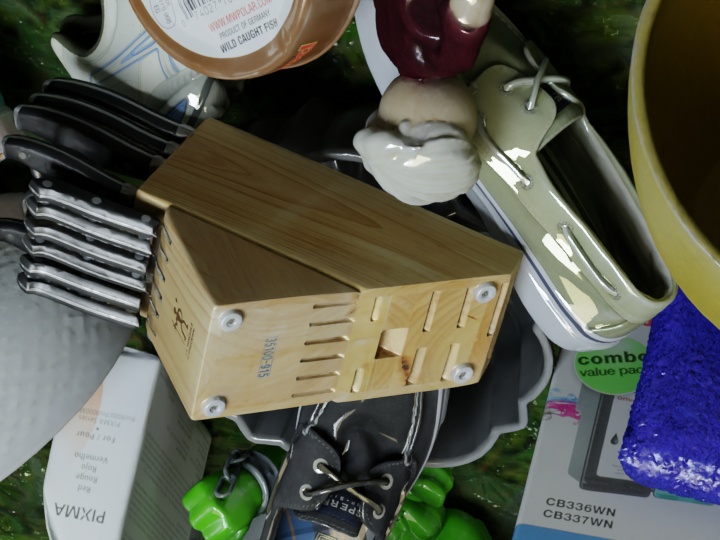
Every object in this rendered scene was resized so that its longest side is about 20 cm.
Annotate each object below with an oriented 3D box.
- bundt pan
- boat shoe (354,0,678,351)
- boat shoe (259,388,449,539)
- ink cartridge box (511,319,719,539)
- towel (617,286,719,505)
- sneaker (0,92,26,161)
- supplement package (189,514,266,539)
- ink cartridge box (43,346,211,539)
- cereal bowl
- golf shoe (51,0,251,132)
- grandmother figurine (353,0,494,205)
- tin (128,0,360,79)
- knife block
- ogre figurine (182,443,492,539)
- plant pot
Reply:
[{"bbox_3d":[0.000,0.000,1.056,0.200,0.076,0.203,10,133,10],"label":"bundt pan"},{"bbox_3d":[0.070,-0.061,0.956,0.062,0.072,0.201,-28,97,48],"label":"boat shoe"},{"bbox_3d":[-0.012,0.104,1.026,0.069,0.066,0.201,22,116,-6],"label":"boat shoe"},{"bbox_3d":[0.148,0.132,1.039,0.145,0.201,0.147,9,136,10],"label":"ink cartridge box"},{"bbox_3d":[0.221,0.045,0.976,0.198,0.148,0.050,10,143,11],"label":"towel"},{"bbox_3d":[-0.240,-0.065,1.091,0.199,0.071,0.080,-22,95,42],"label":"sneaker"},{"bbox_3d":[-0.072,0.250,1.279,0.113,0.110,0.201,-10,127,26],"label":"supplement package"},{"bbox_3d":[-0.128,0.153,1.115,0.050,0.202,0.162,12,164,10],"label":"ink cartridge box"},{"bbox_3d":[-0.208,0.030,1.069,0.199,0.201,0.084,-18,120,30],"label":"cereal bowl"},{"bbox_3d":[-0.072,-0.131,0.969,0.097,0.078,0.200,36,129,-3],"label":"golf shoe"},{"bbox_3d":[0.030,-0.122,0.883,0.060,0.121,0.202,-1,110,-11],"label":"grandmother figurine"},{"bbox_3d":[-0.067,-0.173,0.890,0.111,0.042,0.201,-20,94,38],"label":"tin"},{"bbox_3d":[-0.053,-0.021,0.967,0.198,0.176,0.064,-6,133,-24],"label":"knife block"},{"bbox_3d":[0.003,0.142,1.153,0.199,0.120,0.098,22,129,-4],"label":"ogre figurine"},{"bbox_3d":[0.194,-0.038,0.904,0.198,0.201,0.142,18,157,2],"label":"plant pot"}]
